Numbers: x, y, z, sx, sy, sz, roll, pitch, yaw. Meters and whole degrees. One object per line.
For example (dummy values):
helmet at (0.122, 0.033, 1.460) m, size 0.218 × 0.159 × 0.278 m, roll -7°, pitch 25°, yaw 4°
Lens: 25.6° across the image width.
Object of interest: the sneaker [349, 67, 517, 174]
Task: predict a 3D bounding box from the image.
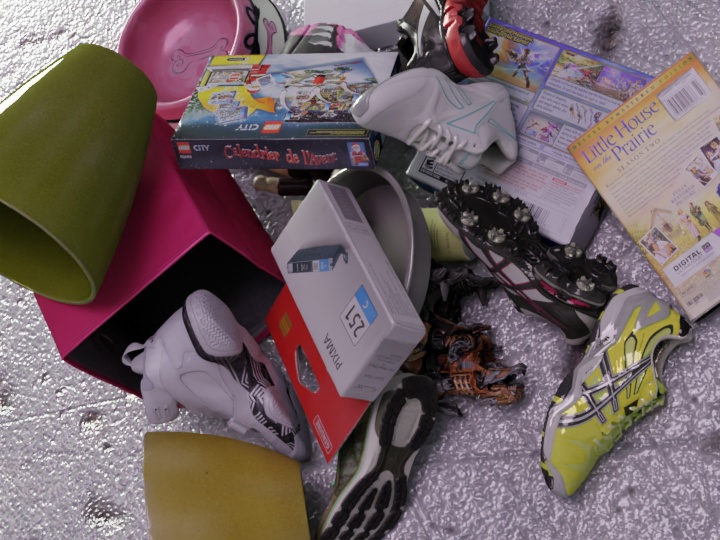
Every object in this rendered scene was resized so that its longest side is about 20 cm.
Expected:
sneaker at (0.077, -0.134, 1.460) m, size 0.070 × 0.199 × 0.081 m, roll -37°, pitch 63°, yaw 42°

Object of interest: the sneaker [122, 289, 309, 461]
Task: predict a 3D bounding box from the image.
sneaker at (-0.139, 0.122, 1.543) m, size 0.114 × 0.201 × 0.075 m, roll -31°, pitch 19°, yaw 14°

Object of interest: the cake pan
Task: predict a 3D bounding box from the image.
cake pan at (0.000, 0.000, 1.511) m, size 0.199 × 0.036 × 0.203 m, roll -19°, pitch 66°, yaw 50°

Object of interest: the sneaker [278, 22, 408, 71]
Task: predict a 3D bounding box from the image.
sneaker at (0.000, -0.185, 1.630) m, size 0.199 × 0.087 × 0.081 m, roll 22°, pitch 58°, yaw 29°

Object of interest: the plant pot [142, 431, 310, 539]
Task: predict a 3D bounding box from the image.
plant pot at (-0.118, 0.240, 1.487) m, size 0.140 × 0.200 × 0.202 m, roll -9°, pitch 65°, yaw -2°

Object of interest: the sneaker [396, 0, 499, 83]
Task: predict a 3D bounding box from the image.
sneaker at (0.079, -0.253, 1.549) m, size 0.097 × 0.071 × 0.202 m, roll -24°, pitch 43°, yaw 26°

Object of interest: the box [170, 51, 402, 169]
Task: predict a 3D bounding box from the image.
box at (-0.068, -0.154, 1.527) m, size 0.198 × 0.038 × 0.137 m, roll 1°, pitch 44°, yaw 17°

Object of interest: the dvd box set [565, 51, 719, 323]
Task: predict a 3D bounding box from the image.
dvd box set at (0.300, -0.075, 1.433) m, size 0.146 × 0.029 × 0.201 m, roll -38°, pitch 75°, yaw 10°

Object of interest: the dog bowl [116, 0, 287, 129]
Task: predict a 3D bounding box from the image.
dog bowl at (-0.184, -0.240, 1.757) m, size 0.198 × 0.074 × 0.202 m, roll -10°, pitch 66°, yaw 24°

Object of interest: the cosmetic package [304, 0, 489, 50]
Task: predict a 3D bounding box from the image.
cosmetic package at (0.035, -0.318, 1.684) m, size 0.198 × 0.052 × 0.152 m, roll -11°, pitch 65°, yaw 24°

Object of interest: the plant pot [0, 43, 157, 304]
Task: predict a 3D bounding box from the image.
plant pot at (-0.276, -0.104, 1.475) m, size 0.186 × 0.188 × 0.201 m, roll 14°, pitch 62°, yaw 31°

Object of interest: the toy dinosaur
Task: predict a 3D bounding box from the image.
toy dinosaur at (0.068, 0.061, 1.503) m, size 0.198 × 0.102 × 0.137 m, roll 17°, pitch 96°, yaw 11°

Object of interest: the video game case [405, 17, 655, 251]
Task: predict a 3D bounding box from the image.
video game case at (0.169, -0.132, 1.546) m, size 0.199 × 0.045 × 0.183 m, roll 26°, pitch 86°, yaw 32°

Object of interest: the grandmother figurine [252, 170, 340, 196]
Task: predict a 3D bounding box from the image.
grandmother figurine at (-0.059, -0.118, 1.655) m, size 0.199 × 0.061 × 0.122 m, roll 29°, pitch 74°, yaw 30°

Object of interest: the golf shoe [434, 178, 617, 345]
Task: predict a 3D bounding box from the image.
golf shoe at (0.142, -0.007, 1.472) m, size 0.199 × 0.089 × 0.077 m, roll 38°, pitch 49°, yaw 24°

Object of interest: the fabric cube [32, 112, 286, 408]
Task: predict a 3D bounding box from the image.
fabric cube at (-0.211, -0.012, 1.611) m, size 0.196 × 0.200 × 0.200 m, roll -40°, pitch 56°, yaw 9°

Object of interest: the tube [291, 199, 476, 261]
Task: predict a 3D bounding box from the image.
tube at (0.021, -0.033, 1.583) m, size 0.198 × 0.052 × 0.059 m, roll 1°, pitch 67°, yaw 28°

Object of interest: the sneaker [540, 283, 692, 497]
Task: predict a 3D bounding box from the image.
sneaker at (0.224, 0.112, 1.408) m, size 0.076 × 0.075 × 0.202 m, roll 24°, pitch 86°, yaw 30°

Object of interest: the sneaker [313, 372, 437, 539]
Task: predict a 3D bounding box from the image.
sneaker at (0.004, 0.177, 1.502) m, size 0.088 × 0.076 × 0.202 m, roll 35°, pitch 101°, yaw 54°

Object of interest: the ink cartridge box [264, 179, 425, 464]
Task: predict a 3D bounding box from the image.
ink cartridge box at (-0.034, 0.047, 1.477) m, size 0.177 × 0.044 × 0.201 m, roll -55°, pitch 42°, yaw 27°
